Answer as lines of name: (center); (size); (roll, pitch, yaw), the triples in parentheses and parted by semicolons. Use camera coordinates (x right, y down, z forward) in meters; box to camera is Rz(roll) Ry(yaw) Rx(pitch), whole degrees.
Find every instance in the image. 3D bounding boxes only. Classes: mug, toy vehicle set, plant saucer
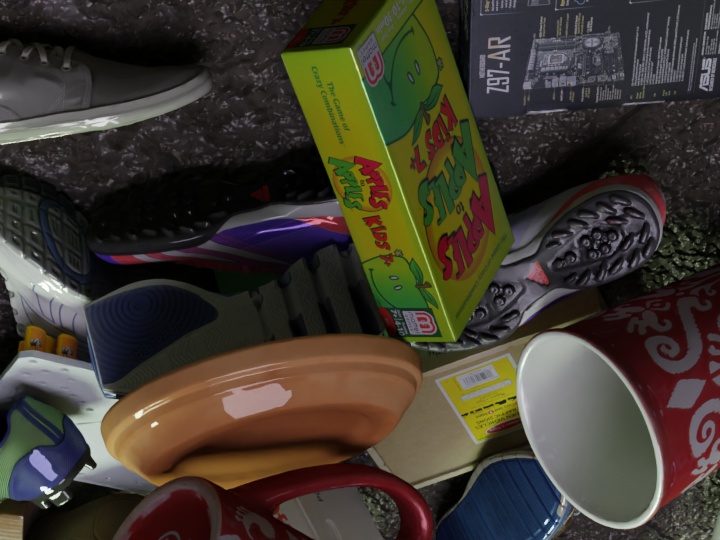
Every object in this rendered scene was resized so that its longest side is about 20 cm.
mug: (0.206, 0.061, 1.323); (0.199, 0.177, 0.134); (-24, 112, -30)
toy vehicle set: (0.093, 0.086, 1.421); (0.199, 0.027, 0.125); (-20, 137, 11)
plant saucer: (-0.056, 0.092, 1.218); (0.198, 0.038, 0.200); (-12, 161, -4)
mug: (-0.051, 0.200, 1.228); (0.133, 0.179, 0.200); (-24, 134, 37)

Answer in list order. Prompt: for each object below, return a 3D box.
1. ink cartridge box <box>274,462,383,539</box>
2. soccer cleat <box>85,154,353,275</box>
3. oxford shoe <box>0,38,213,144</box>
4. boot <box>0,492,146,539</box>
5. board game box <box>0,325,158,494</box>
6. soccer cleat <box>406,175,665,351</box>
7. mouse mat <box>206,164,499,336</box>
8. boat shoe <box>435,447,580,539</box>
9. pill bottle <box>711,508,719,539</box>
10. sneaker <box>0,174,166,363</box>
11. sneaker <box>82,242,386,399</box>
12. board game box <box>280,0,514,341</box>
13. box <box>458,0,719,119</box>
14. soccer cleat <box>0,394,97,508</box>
ink cartridge box: (-0.068, 0.251, 1.471); (0.200, 0.147, 0.083); (-40, 157, 28)
soccer cleat: (-0.071, -0.022, 1.261); (0.198, 0.068, 0.074); (-11, 127, 0)
oxford shoe: (-0.185, -0.107, 1.169); (0.198, 0.075, 0.058); (-7, 100, -4)
boot: (-0.198, 0.239, 1.465); (0.198, 0.077, 0.156); (11, 125, 7)
board game box: (-0.160, 0.101, 1.358); (0.199, 0.026, 0.200); (14, 152, -21)
soccer cleat: (0.106, -0.006, 1.297); (0.199, 0.073, 0.069); (-25, 101, 23)
mouse mat: (0.000, 0.000, 1.341); (0.198, 0.008, 0.162); (-9, 135, 2)
boat shoe: (0.119, 0.168, 1.469); (0.072, 0.073, 0.200); (-21, 167, -28)
pill bottle: (0.328, 0.156, 1.469); (0.113, 0.115, 0.201); (-2, 135, -7)
sneaker: (-0.193, 0.016, 1.284); (0.087, 0.075, 0.200); (-26, 132, 23)
sneaker: (-0.068, 0.053, 1.261); (0.198, 0.081, 0.115); (-11, 153, -4)
board game box: (0.026, -0.068, 1.171); (0.047, 0.102, 0.201); (-1, 126, 30)
box: (0.138, -0.181, 1.154); (0.159, 0.044, 0.201); (-6, 135, -3)
soccer cleat: (-0.254, 0.123, 1.338); (0.199, 0.065, 0.084); (-18, 117, 46)
